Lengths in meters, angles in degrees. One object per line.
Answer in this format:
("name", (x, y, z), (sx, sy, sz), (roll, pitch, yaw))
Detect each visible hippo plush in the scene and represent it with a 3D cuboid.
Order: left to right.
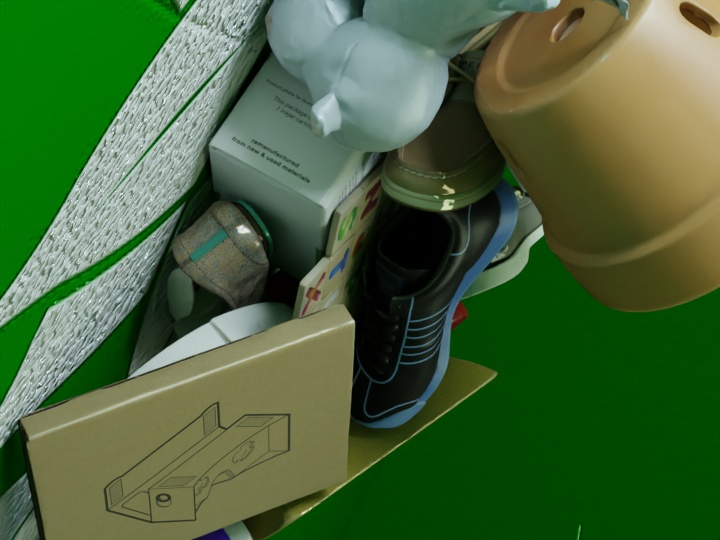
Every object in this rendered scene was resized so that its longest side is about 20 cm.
("hippo plush", (0.039, -0.144, 0.953), (0.159, 0.200, 0.161), (-7, 138, -53))

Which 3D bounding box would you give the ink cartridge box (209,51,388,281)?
("ink cartridge box", (-0.007, -0.109, 1.081), (0.200, 0.084, 0.145), (-58, 171, -19))

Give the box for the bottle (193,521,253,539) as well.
("bottle", (-0.161, 0.225, 1.128), (0.200, 0.065, 0.084), (-33, 162, -20))

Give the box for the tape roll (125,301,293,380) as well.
("tape roll", (-0.110, 0.100, 1.101), (0.203, 0.037, 0.203), (-36, 161, -15))

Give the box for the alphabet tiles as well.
("alphabet tiles", (0.000, 0.000, 1.095), (0.200, 0.006, 0.167), (-48, 157, -51))

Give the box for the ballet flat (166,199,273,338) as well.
("ballet flat", (-0.094, 0.015, 1.101), (0.067, 0.068, 0.200), (-38, 161, -15))

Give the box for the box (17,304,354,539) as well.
("box", (-0.098, 0.108, 1.017), (0.200, 0.021, 0.164), (-20, 142, -19))

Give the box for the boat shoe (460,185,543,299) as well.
("boat shoe", (0.089, -0.035, 1.219), (0.072, 0.060, 0.202), (-23, -171, 17))

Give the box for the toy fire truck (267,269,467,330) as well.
("toy fire truck", (-0.027, 0.037, 1.272), (0.200, 0.112, 0.168), (-38, 172, 35))

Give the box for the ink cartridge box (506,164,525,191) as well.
("ink cartridge box", (0.130, -0.179, 1.262), (0.085, 0.200, 0.146), (-8, 140, -30))

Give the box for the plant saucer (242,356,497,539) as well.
("plant saucer", (-0.022, 0.131, 1.239), (0.200, 0.049, 0.200), (-32, 176, -29))

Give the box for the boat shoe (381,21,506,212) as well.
("boat shoe", (0.070, -0.106, 1.054), (0.200, 0.074, 0.067), (-54, 156, -49))

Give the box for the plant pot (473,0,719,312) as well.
("plant pot", (0.159, -0.096, 0.975), (0.200, 0.140, 0.200), (-38, -153, 23))

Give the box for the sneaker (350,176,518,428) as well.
("sneaker", (0.026, 0.021, 1.098), (0.078, 0.070, 0.200), (-5, 128, -47))

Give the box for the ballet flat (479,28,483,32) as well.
("ballet flat", (0.093, -0.199, 1.161), (0.067, 0.067, 0.201), (-122, -155, -73))
